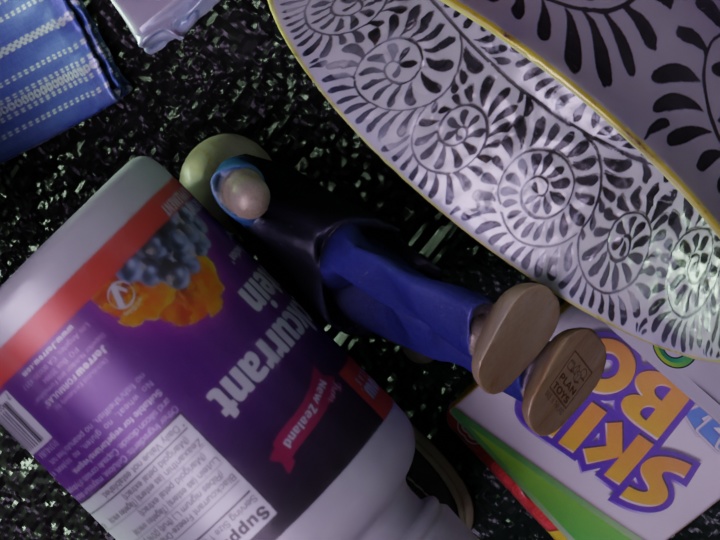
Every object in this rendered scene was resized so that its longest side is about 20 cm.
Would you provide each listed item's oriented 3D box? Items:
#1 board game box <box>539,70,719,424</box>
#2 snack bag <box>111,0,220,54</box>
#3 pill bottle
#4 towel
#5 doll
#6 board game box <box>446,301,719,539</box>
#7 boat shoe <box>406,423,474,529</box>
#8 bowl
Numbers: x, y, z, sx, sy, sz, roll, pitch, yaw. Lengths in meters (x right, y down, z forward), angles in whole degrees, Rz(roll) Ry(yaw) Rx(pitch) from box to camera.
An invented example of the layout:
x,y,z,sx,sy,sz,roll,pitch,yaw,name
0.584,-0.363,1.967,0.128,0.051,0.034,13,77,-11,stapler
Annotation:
x,y,z,sx,sy,sz,roll,pitch,yaw,name
0.097,-0.053,0.938,0.200,0.035,0.127,42,124,15,board game box
-0.046,-0.196,0.823,0.188,0.021,0.200,-38,74,5,snack bag
-0.050,0.064,0.988,0.200,0.111,0.111,45,126,-4,pill bottle
-0.195,-0.131,1.079,0.144,0.024,0.201,-23,103,35,towel
0.000,0.000,0.992,0.200,0.049,0.136,29,172,40,doll
0.119,0.040,1.001,0.096,0.030,0.200,47,128,0,board game box
-0.050,0.069,1.078,0.200,0.066,0.072,32,125,10,boat shoe
0.075,-0.068,0.847,0.200,0.094,0.201,37,167,10,bowl
